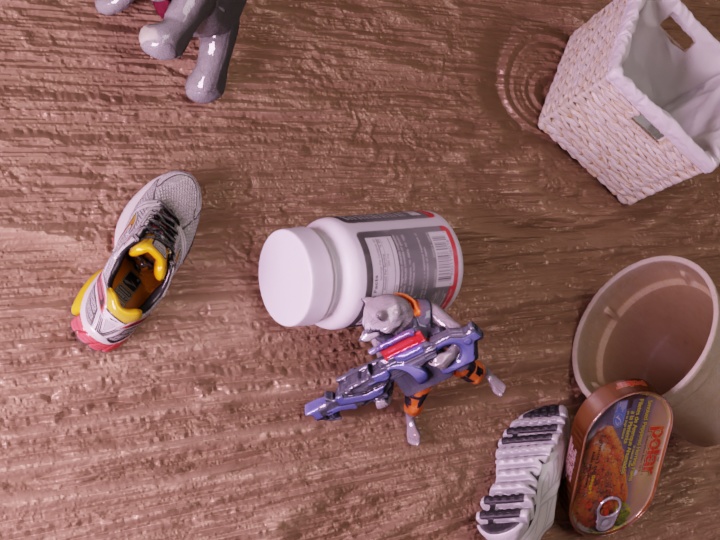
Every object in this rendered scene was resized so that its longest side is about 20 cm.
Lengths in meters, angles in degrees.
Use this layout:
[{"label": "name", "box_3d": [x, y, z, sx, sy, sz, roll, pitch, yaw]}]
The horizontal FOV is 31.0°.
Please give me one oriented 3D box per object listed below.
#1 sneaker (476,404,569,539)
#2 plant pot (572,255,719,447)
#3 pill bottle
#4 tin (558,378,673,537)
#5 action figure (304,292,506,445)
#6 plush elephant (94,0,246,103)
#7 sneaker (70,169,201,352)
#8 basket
[{"label": "sneaker", "box_3d": [0.187, 0.234, 1.431, 0.082, 0.074, 0.201, 57, 44, -30]}, {"label": "plant pot", "box_3d": [0.386, 0.115, 1.562, 0.183, 0.199, 0.203, 36, 53, -35]}, {"label": "pill bottle", "box_3d": [0.000, 0.000, 1.343, 0.198, 0.113, 0.116, -6, 75, -38]}, {"label": "tin", "box_3d": [0.282, 0.208, 1.443, 0.110, 0.203, 0.042, -3, 31, -16]}, {"label": "action figure", "box_3d": [0.040, 0.095, 1.325, 0.106, 0.197, 0.194, -99, 164, -44]}, {"label": "plush elephant", "box_3d": [-0.197, -0.295, 1.299, 0.202, 0.153, 0.165, -68, 163, 1]}, {"label": "sneaker", "box_3d": [-0.194, -0.015, 1.221, 0.077, 0.082, 0.202, 35, 54, -21]}, {"label": "basket", "box_3d": [0.362, -0.231, 1.684, 0.197, 0.160, 0.202, 38, 54, -19]}]
